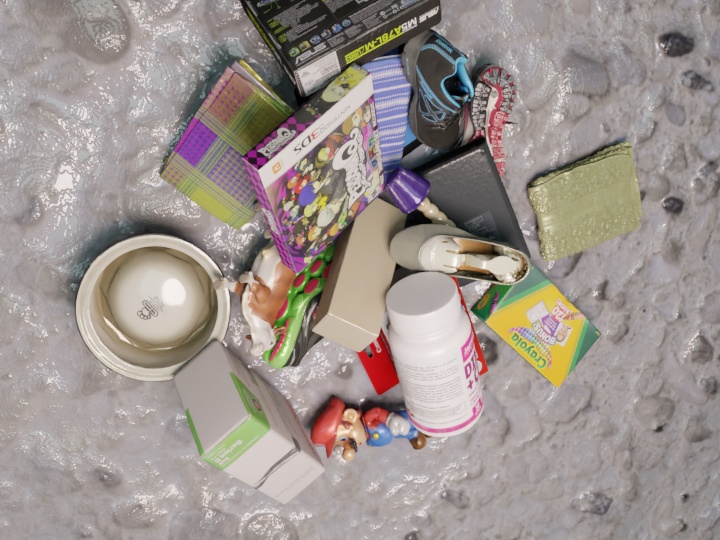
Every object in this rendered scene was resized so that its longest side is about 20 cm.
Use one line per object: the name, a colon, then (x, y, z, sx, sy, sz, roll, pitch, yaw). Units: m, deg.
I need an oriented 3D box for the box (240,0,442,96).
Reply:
box: (-0.030, -0.327, 0.746, 0.197, 0.195, 0.048, -30, 148, -6)

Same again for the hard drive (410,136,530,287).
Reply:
hard drive: (0.155, -0.078, 0.906, 0.137, 0.033, 0.202, -22, 119, 16)

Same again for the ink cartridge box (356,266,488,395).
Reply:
ink cartridge box: (0.081, 0.105, 0.928, 0.173, 0.084, 0.203, -29, 122, -6)

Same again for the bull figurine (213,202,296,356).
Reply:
bull figurine: (-0.128, 0.010, 0.832, 0.122, 0.064, 0.204, 48, 59, -57)

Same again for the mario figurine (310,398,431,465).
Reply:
mario figurine: (0.018, 0.266, 0.959, 0.195, 0.106, 0.127, 2, 108, -15)

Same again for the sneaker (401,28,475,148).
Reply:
sneaker: (0.107, -0.219, 0.802, 0.073, 0.081, 0.201, -48, 151, -9)

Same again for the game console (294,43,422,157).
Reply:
game console: (0.027, -0.224, 0.825, 0.198, 0.176, 0.117, -36, 83, -4)

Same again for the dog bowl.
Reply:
dog bowl: (-0.276, 0.042, 0.832, 0.195, 0.074, 0.205, -5, 107, -15)

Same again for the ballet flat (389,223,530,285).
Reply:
ballet flat: (0.138, -0.020, 0.819, 0.195, 0.064, 0.069, 7, 104, -14)

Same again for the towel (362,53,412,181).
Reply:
towel: (0.005, -0.182, 0.818, 0.142, 0.024, 0.203, -19, 138, -25)

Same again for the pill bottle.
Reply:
pill bottle: (0.099, 0.113, 0.821, 0.111, 0.114, 0.204, -21, 121, -9)

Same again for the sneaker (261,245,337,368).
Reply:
sneaker: (-0.076, 0.052, 0.903, 0.202, 0.076, 0.084, -58, 146, -2)

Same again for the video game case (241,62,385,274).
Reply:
video game case: (-0.045, -0.116, 0.747, 0.181, 0.036, 0.202, -44, 152, -20)

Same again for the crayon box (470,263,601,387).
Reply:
crayon box: (0.291, 0.086, 1.013, 0.199, 0.058, 0.119, 39, 92, -22)

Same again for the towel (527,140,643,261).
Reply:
towel: (0.368, -0.109, 0.993, 0.196, 0.036, 0.151, -23, 111, -9)

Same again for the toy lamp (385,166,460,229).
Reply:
toy lamp: (0.115, -0.069, 0.861, 0.199, 0.058, 0.059, 38, 93, -20)

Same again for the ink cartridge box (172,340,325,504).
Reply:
ink cartridge box: (-0.150, 0.212, 0.841, 0.084, 0.146, 0.201, -38, 136, -2)

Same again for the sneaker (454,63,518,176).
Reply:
sneaker: (0.179, -0.196, 0.899, 0.079, 0.075, 0.204, 9, 115, -7)

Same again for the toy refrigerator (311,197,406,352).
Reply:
toy refrigerator: (0.000, 0.000, 0.841, 0.075, 0.070, 0.203, 24, 56, -15)

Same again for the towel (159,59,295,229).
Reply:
towel: (-0.158, -0.153, 0.796, 0.143, 0.023, 0.200, 36, 121, -19)
